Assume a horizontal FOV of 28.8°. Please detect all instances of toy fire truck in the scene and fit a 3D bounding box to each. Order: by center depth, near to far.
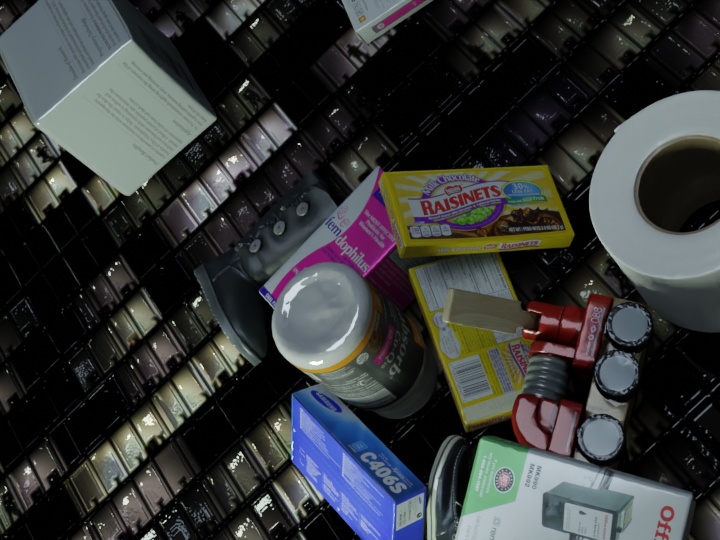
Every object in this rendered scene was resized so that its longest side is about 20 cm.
[{"bbox_3d":[0.178,0.099,1.382,0.198,0.129,0.178,13,74,18],"label":"toy fire truck"}]

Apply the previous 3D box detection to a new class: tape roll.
[{"bbox_3d":[0.342,-0.057,1.387,0.201,0.139,0.205,-14,60,25],"label":"tape roll"}]

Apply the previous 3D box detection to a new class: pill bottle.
[{"bbox_3d":[0.000,0.080,1.482,0.115,0.200,0.118,-13,61,24],"label":"pill bottle"}]

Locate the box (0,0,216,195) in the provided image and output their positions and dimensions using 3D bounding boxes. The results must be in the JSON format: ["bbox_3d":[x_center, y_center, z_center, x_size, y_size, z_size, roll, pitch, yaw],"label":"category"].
[{"bbox_3d":[-0.335,-0.252,1.848,0.171,0.199,0.201,-40,51,7],"label":"box"}]

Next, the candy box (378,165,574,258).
[{"bbox_3d":[0.125,-0.066,1.516,0.198,0.027,0.103,-4,53,-18],"label":"candy box"}]

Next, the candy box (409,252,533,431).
[{"bbox_3d":[0.128,0.069,1.492,0.101,0.027,0.201,-14,56,-7],"label":"candy box"}]

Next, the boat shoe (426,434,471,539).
[{"bbox_3d":[0.101,0.267,1.412,0.062,0.075,0.202,-4,70,23],"label":"boat shoe"}]

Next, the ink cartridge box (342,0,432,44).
[{"bbox_3d":[0.067,-0.380,1.778,0.199,0.037,0.095,-33,53,16],"label":"ink cartridge box"}]

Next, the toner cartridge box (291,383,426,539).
[{"bbox_3d":[-0.005,0.213,1.471,0.043,0.096,0.200,-17,38,-29],"label":"toner cartridge box"}]

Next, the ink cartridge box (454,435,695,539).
[{"bbox_3d":[0.192,0.246,1.271,0.198,0.084,0.148,13,85,16],"label":"ink cartridge box"}]

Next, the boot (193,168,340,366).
[{"bbox_3d":[-0.090,-0.005,1.670,0.199,0.066,0.165,-37,55,4],"label":"boot"}]

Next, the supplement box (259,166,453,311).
[{"bbox_3d":[0.000,0.000,1.586,0.200,0.103,0.101,-46,52,1],"label":"supplement box"}]
